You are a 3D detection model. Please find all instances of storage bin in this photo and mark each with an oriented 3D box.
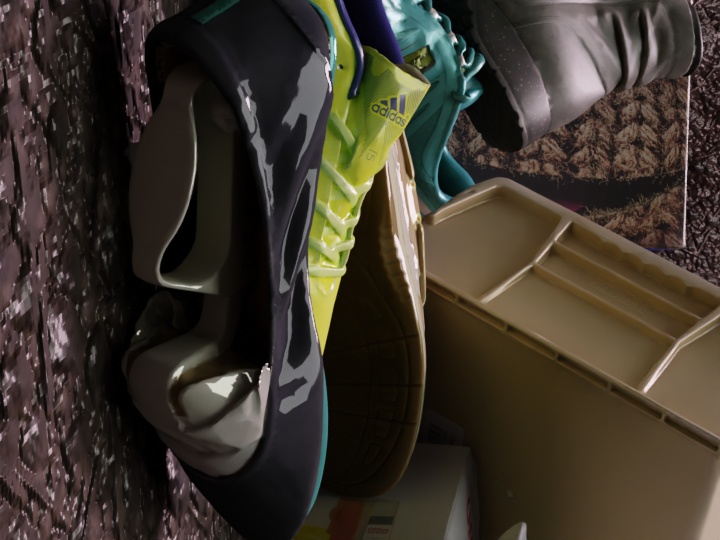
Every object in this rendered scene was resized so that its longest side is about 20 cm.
[{"bbox_3d":[0.098,0.088,0.799,0.094,0.198,0.201,-34,143,-40],"label":"storage bin"}]

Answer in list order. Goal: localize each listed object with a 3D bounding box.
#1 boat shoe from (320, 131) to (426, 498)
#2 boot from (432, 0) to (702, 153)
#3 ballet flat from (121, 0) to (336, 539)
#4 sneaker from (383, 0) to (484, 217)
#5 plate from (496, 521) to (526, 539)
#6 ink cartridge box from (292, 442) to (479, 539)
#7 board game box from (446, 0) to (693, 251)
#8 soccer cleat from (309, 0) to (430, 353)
[{"bbox_3d":[0.000,0.000,0.716,0.066,0.073,0.202,-46,137,-65],"label":"boat shoe"},{"bbox_3d":[0.085,-0.169,0.827,0.201,0.130,0.068,63,-20,-4],"label":"boot"},{"bbox_3d":[-0.049,0.007,0.529,0.073,0.072,0.202,-58,154,-67],"label":"ballet flat"},{"bbox_3d":[0.021,-0.105,0.783,0.078,0.079,0.201,-73,160,-50],"label":"sneaker"},{"bbox_3d":[0.041,0.239,0.657,0.200,0.032,0.201,-69,159,-53],"label":"plate"},{"bbox_3d":[-0.001,0.189,0.721,0.200,0.083,0.146,-65,154,-60],"label":"ink cartridge box"},{"bbox_3d":[0.097,-0.113,0.902,0.097,0.158,0.202,177,-86,-86],"label":"board game box"},{"bbox_3d":[-0.017,-0.047,0.600,0.065,0.083,0.202,-11,104,-78],"label":"soccer cleat"}]
